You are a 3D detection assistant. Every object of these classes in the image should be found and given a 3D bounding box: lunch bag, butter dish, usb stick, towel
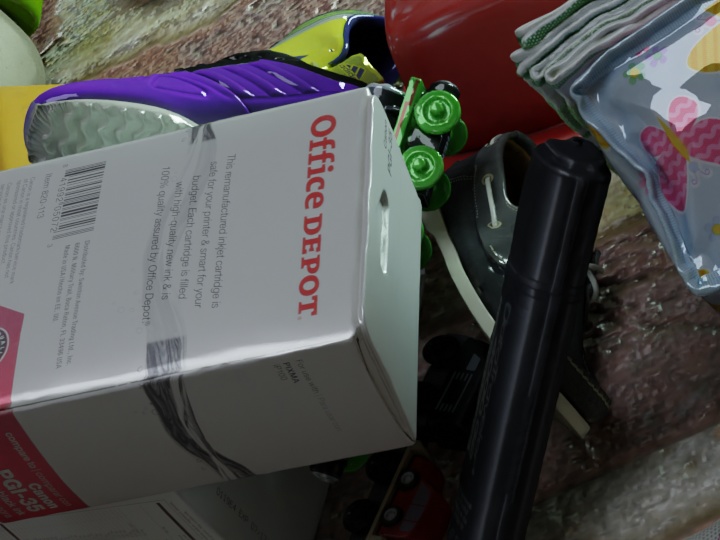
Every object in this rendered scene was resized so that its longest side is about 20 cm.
[{"bbox_3d":[0.205,-0.070,0.819,0.199,0.170,0.128,-34,76,9],"label":"lunch bag"},{"bbox_3d":[0.084,-0.168,1.067,0.198,0.148,0.201,-16,41,27],"label":"butter dish"},{"bbox_3d":[0.069,0.043,0.845,0.055,0.032,0.202,-115,36,-73],"label":"usb stick"},{"bbox_3d":[0.159,-0.099,0.905,0.148,0.200,0.031,-29,69,12],"label":"towel"}]

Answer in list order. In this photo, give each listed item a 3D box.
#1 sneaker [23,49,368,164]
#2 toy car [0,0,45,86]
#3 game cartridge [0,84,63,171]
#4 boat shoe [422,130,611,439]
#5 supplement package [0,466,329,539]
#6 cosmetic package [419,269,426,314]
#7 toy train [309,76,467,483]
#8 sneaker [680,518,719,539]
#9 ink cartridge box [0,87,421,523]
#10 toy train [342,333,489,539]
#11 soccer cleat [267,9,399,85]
[{"bbox_3d":[-0.072,-0.073,1.012,0.198,0.070,0.100,5,36,-17],"label":"sneaker"},{"bbox_3d":[-0.333,-0.124,1.402,0.199,0.157,0.165,-26,46,35],"label":"toy car"},{"bbox_3d":[-0.117,-0.046,1.130,0.175,0.033,0.200,-3,34,-13],"label":"game cartridge"},{"bbox_3d":[0.081,0.001,0.950,0.067,0.072,0.200,-36,33,11],"label":"boat shoe"},{"bbox_3d":[-0.127,0.100,0.989,0.199,0.114,0.110,-11,45,32],"label":"supplement package"},{"bbox_3d":[-0.070,-0.010,1.025,0.198,0.051,0.083,3,38,-6],"label":"cosmetic package"},{"bbox_3d":[0.000,0.000,0.942,0.056,0.042,0.201,13,75,14],"label":"toy train"},{"bbox_3d":[0.138,0.151,0.738,0.088,0.082,0.200,6,47,46],"label":"sneaker"},{"bbox_3d":[-0.076,0.016,0.875,0.198,0.083,0.147,-11,47,16],"label":"ink cartridge box"},{"bbox_3d":[0.019,0.113,0.919,0.046,0.034,0.201,7,54,32],"label":"toy train"},{"bbox_3d":[-0.034,-0.097,1.121,0.083,0.065,0.200,-7,24,32],"label":"soccer cleat"}]
